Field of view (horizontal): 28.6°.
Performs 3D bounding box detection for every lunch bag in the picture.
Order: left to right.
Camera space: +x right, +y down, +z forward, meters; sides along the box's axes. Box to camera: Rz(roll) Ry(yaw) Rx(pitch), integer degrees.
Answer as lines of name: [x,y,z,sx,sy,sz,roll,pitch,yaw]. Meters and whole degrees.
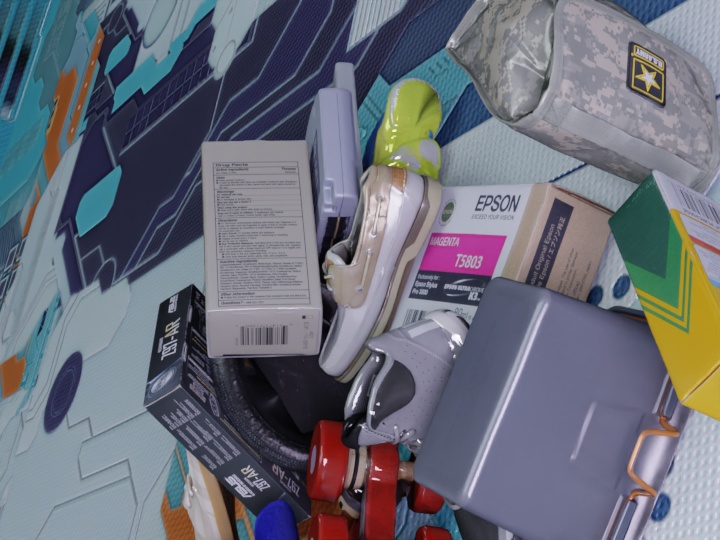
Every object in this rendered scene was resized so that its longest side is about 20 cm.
lunch bag: [0.176,-0.143,1.078,0.118,0.163,0.200,-57,27,21]

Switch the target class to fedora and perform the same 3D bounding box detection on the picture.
fedora: [-0.047,0.097,1.328,0.092,0.200,0.202,103,-177,-74]

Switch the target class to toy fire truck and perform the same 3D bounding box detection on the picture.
toy fire truck: [0.003,0.223,1.185,0.168,0.111,0.201,113,162,-54]

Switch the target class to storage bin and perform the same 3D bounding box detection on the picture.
storage bin: [0.135,0.105,0.984,0.145,0.134,0.201,16,84,64]

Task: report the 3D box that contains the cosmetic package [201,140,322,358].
cosmetic package: [-0.092,-0.022,1.278,0.071,0.105,0.201,96,171,-51]

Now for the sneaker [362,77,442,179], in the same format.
sneaker: [0.037,-0.089,1.429,0.105,0.075,0.201,131,155,-68]

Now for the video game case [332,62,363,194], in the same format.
video game case: [-0.020,-0.085,1.476,0.201,0.023,0.183,-95,10,-45]

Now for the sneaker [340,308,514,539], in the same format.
sneaker: [0.042,0.137,1.072,0.075,0.115,0.201,-10,93,65]

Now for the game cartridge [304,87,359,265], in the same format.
game cartridge: [-0.032,-0.078,1.341,0.200,0.041,0.134,107,157,-62]

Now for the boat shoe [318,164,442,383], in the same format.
boat shoe: [0.000,0.000,1.239,0.075,0.068,0.201,-119,51,-70]

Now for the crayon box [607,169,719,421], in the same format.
crayon box: [0.235,0.038,0.860,0.052,0.125,0.200,-51,29,29]

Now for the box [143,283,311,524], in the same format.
box: [-0.121,0.132,1.352,0.043,0.200,0.161,-30,30,18]

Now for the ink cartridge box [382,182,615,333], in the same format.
ink cartridge box: [0.105,0.014,1.186,0.200,0.075,0.166,3,72,64]

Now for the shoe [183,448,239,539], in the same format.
shoe: [-0.146,0.245,1.364,0.070,0.053,0.201,-88,-11,-71]

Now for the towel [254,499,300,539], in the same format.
towel: [-0.058,0.311,1.183,0.200,0.049,0.148,-105,1,-55]
